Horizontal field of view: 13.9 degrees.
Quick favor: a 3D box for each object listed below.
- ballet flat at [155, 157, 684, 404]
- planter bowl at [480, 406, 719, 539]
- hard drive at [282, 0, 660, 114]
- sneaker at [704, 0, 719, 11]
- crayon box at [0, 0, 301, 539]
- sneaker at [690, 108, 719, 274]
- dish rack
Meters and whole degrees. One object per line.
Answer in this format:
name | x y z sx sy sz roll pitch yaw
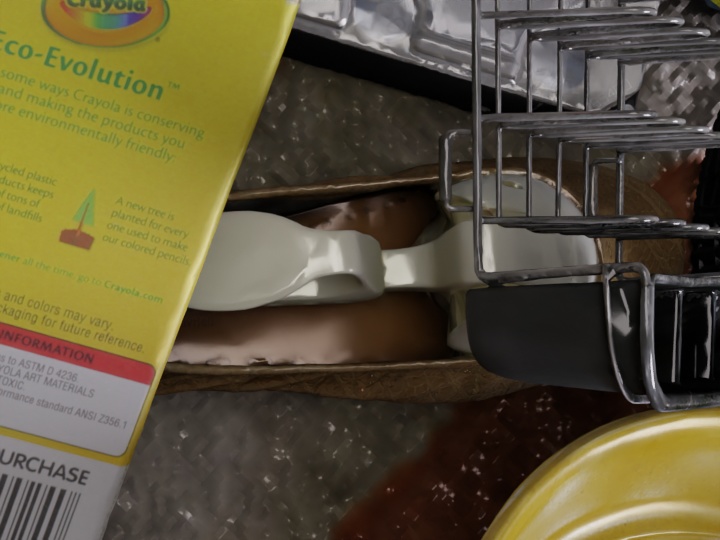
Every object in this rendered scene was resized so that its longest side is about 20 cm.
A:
ballet flat | 0.000 0.000 0.782 0.199 0.072 0.068 -1 81 -13
planter bowl | 0.091 0.141 0.734 0.200 0.083 0.201 13 58 -22
hard drive | -0.006 -0.128 0.817 0.199 0.038 0.140 16 80 -11
sneaker | 0.183 -0.079 0.820 0.200 0.078 0.066 17 77 -24
crayon box | -0.096 -0.025 0.694 0.127 0.051 0.201 17 107 -18
sneaker | 0.147 0.046 0.818 0.104 0.060 0.201 3 87 -10
dish rack | 0.063 -0.068 0.717 0.054 0.153 0.201 -1 89 18
